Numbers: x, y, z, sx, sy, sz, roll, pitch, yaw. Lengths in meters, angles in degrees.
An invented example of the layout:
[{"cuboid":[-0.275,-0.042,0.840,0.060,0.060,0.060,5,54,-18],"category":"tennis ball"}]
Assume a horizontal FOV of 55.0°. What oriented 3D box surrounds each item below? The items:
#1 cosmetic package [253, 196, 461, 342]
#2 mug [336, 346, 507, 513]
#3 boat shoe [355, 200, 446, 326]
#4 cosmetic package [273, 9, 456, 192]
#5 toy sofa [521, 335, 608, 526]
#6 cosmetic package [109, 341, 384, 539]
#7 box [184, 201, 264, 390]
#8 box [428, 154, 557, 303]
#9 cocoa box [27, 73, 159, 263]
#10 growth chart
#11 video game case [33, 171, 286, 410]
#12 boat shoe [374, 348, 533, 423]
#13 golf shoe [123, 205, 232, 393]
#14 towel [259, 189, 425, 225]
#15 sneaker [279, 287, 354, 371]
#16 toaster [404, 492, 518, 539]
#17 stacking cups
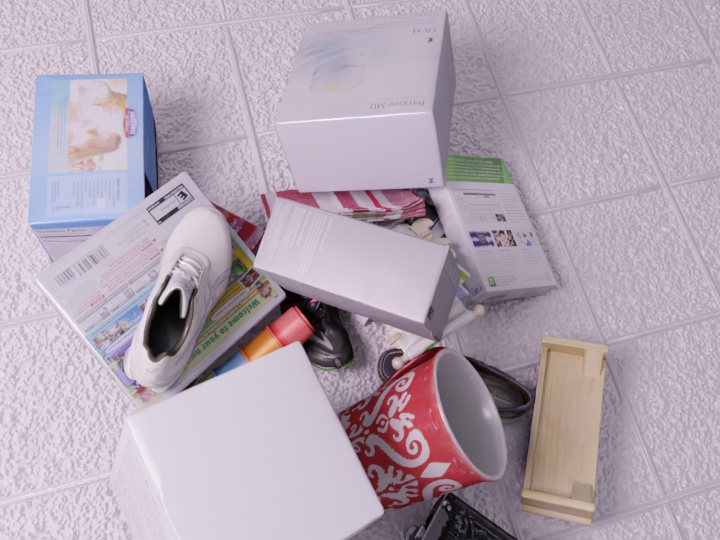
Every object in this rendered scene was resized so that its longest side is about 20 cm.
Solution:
[{"cuboid":[0.000,0.000,0.727,0.195,0.107,0.092,15,79,17],"category":"cosmetic package"},{"cuboid":[0.044,0.182,0.741,0.198,0.177,0.136,-31,85,25],"category":"mug"},{"cuboid":[0.044,-0.016,0.886,0.067,0.072,0.201,36,64,8],"category":"boat shoe"},{"cuboid":[0.015,-0.216,0.888,0.194,0.124,0.204,-1,54,15],"category":"cosmetic package"},{"cuboid":[0.245,0.191,0.828,0.081,0.098,0.204,7,65,17],"category":"toy sofa"},{"cuboid":[-0.113,0.200,0.624,0.164,0.200,0.170,-21,74,-32],"category":"cosmetic package"},{"cuboid":[-0.199,0.031,0.815,0.094,0.100,0.203,26,66,2],"category":"box"},{"cuboid":[0.169,-0.060,0.914,0.142,0.036,0.204,-2,66,-38],"category":"box"},{"cuboid":[-0.318,-0.119,0.845,0.130,0.132,0.205,-4,67,-10],"category":"cocoa box"},{"cuboid":[0.055,0.010,0.808,0.142,0.018,0.201,-25,50,-12],"category":"growth chart"},{"cuboid":[-0.207,0.021,0.739,0.199,0.022,0.183,-41,91,-27],"category":"video game case"},{"cuboid":[0.114,0.132,0.836,0.195,0.065,0.073,18,67,1],"category":"boat shoe"},{"cuboid":[-0.171,0.018,0.689,0.077,0.097,0.205,18,67,-13],"category":"golf shoe"},{"cuboid":[-0.027,-0.089,0.885,0.195,0.144,0.023,-7,111,-11],"category":"towel"},{"cuboid":[-0.067,0.030,0.843,0.075,0.084,0.203,-22,71,-16],"category":"sneaker"},{"cuboid":[0.115,0.359,0.709,0.198,0.119,0.182,32,67,7],"category":"toaster"},{"cuboid":[-0.134,0.123,0.783,0.199,0.061,0.061,-38,76,-7],"category":"stacking cups"}]
